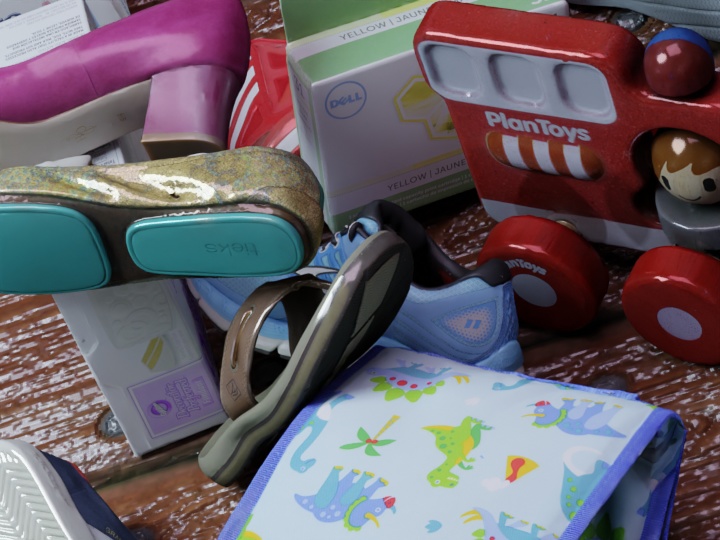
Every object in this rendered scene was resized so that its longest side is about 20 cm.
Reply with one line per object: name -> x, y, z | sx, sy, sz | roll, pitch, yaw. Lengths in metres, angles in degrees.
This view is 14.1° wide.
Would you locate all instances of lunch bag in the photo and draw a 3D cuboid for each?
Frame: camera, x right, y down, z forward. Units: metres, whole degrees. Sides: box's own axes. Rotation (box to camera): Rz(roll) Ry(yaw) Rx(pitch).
lunch bag -> 0.037, 0.133, 1.320 | 0.169, 0.128, 0.201 | 12, 64, 31

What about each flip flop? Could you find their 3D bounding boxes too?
flip flop -> -0.038, 0.039, 1.402 | 0.058, 0.200, 0.081 | 46, 55, 3

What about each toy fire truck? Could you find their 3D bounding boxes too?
toy fire truck -> 0.131, -0.055, 1.419 | 0.199, 0.168, 0.112 | 12, 56, 31

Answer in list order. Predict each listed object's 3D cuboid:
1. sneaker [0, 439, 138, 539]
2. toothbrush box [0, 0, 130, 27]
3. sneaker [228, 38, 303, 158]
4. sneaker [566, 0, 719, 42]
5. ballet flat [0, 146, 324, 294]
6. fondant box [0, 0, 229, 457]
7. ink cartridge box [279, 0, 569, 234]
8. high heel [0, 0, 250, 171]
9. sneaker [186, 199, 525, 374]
sneaker -> -0.122, 0.171, 1.397 | 0.075, 0.084, 0.201 | -33, 67, 20
toothbrush box -> -0.231, -0.203, 1.715 | 0.145, 0.086, 0.200 | -23, 50, 3
sneaker -> -0.001, -0.121, 1.599 | 0.200, 0.078, 0.115 | -37, 48, -13
sneaker -> 0.168, -0.178, 1.581 | 0.199, 0.073, 0.071 | 18, 62, 34
ballet flat -> -0.113, -0.028, 1.376 | 0.199, 0.071, 0.071 | -2, 49, 11
fondant box -> -0.132, -0.025, 1.519 | 0.058, 0.145, 0.200 | -19, 46, 2
ink cartridge box -> 0.033, -0.127, 1.485 | 0.145, 0.201, 0.048 | -19, 43, -12
high heel -> -0.154, -0.096, 1.441 | 0.199, 0.068, 0.096 | 3, 59, 4
sneaker -> 0.000, 0.000, 1.466 | 0.199, 0.090, 0.078 | 18, 26, 28
